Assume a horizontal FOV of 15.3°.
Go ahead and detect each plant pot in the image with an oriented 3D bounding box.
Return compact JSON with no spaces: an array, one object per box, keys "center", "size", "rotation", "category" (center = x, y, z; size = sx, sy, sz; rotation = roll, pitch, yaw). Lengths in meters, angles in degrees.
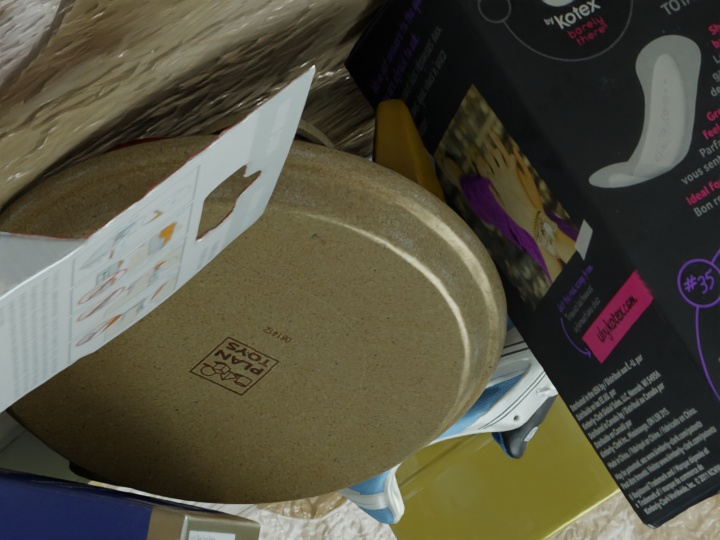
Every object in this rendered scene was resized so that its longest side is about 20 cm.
[{"center":[0.076,0.047,1.439],"size":[0.200,0.189,0.201],"rotation":[-32,173,-4],"category":"plant pot"}]

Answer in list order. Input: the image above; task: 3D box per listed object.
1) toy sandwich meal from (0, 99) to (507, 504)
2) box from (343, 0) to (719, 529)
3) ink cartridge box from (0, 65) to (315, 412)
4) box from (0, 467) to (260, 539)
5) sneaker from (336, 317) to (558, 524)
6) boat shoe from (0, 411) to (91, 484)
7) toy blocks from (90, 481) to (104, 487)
[{"center":[-0.042,0.010,0.924],"size":[0.204,0.070,0.206],"rotation":[0,139,0],"category":"toy sandwich meal"},{"center":[0.105,-0.034,0.914],"size":[0.122,0.200,0.106],"rotation":[-29,173,-22],"category":"box"},{"center":[-0.109,0.010,0.679],"size":[0.200,0.047,0.160],"rotation":[-36,175,-12],"category":"ink cartridge box"},{"center":[-0.144,0.082,0.936],"size":[0.199,0.033,0.121],"rotation":[8,175,10],"category":"box"},{"center":[0.068,0.024,1.054],"size":[0.200,0.073,0.072],"rotation":[-35,-174,4],"category":"sneaker"},{"center":[-0.084,0.019,1.039],"size":[0.200,0.060,0.072],"rotation":[-37,139,23],"category":"boat shoe"},{"center":[-0.197,0.121,1.190],"size":[0.200,0.100,0.137],"rotation":[-32,163,2],"category":"toy blocks"}]
